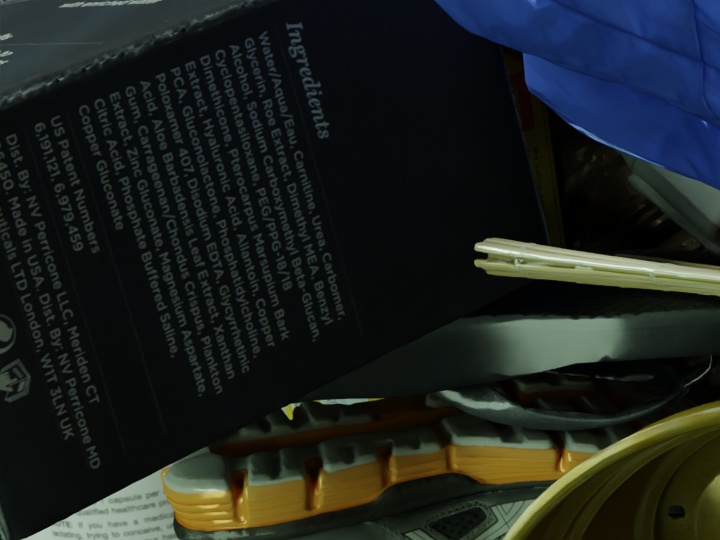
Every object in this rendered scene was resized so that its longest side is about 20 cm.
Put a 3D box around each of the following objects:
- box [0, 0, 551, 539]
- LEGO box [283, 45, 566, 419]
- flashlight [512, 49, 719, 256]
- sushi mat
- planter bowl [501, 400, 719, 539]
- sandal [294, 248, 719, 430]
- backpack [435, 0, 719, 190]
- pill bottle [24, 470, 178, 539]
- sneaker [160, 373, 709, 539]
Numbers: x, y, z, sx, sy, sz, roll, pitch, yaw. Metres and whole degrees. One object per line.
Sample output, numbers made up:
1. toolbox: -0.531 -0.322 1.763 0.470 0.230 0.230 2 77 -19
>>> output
1. box: -0.085 -0.022 0.741 0.197 0.200 0.117 8 119 55
2. LEGO box: 0.000 0.000 0.895 0.149 0.077 0.200 13 118 49
3. flashlight: 0.066 -0.088 0.779 0.200 0.068 0.068 44 170 22
4. sushi mat: 0.138 0.007 0.668 0.200 0.096 0.012 7 92 32
5. planter bowl: 0.133 0.101 0.740 0.200 0.083 0.200 3 120 5
6. sandal: 0.048 0.027 0.787 0.200 0.076 0.043 -5 105 9
7. backpack: 0.138 -0.089 0.608 0.200 0.163 0.168 26 149 32
8. pill bottle: -0.091 0.099 1.034 0.113 0.113 0.200 14 120 48
9. sneaker: 0.035 0.080 0.802 0.078 0.200 0.077 -126 31 -69
